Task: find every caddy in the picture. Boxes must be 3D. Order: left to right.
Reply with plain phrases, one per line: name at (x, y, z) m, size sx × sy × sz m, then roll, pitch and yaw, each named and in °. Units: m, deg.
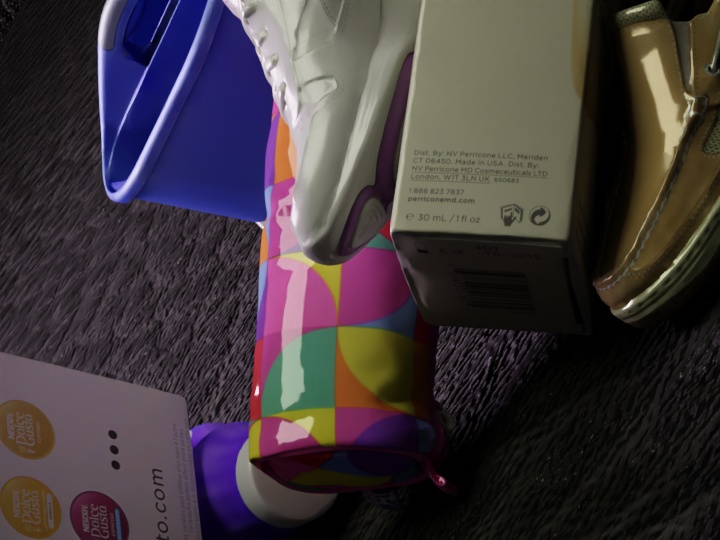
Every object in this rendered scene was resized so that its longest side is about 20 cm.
caddy at (-0.071, -0.115, 1.176) m, size 0.200 × 0.105 × 0.142 m, roll 121°, pitch 157°, yaw -43°

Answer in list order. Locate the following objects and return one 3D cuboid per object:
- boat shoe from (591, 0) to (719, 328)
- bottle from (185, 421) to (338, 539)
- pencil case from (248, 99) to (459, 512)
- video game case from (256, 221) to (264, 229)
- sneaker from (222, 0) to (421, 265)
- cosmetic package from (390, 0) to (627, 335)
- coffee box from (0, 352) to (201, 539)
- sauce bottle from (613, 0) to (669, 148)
boat shoe at (0.124, -0.074, 0.947) m, size 0.072 × 0.076 × 0.200 m, roll -27°, pitch 32°, yaw 56°
bottle at (-0.075, 0.115, 1.172) m, size 0.200 × 0.065 × 0.084 m, roll -30°, pitch 28°, yaw 58°
pencil case at (0.000, 0.000, 1.038) m, size 0.088 × 0.088 × 0.200 m, roll -31°, pitch 53°, yaw 56°
video game case at (-0.011, -0.108, 1.266) m, size 0.182 × 0.200 × 0.023 m, roll -52°, pitch -25°, yaw 12°
sneaker at (-0.017, -0.093, 1.001) m, size 0.075 × 0.099 × 0.200 m, roll 73°, pitch -158°, yaw -62°
cosmetic package at (0.065, -0.085, 0.978) m, size 0.105 × 0.071 × 0.200 m, roll 64°, pitch -148°, yaw -67°
coffee box at (-0.201, 0.167, 1.084) m, size 0.200 × 0.197 × 0.200 m, roll -43°, pitch 44°, yaw 39°
sauce bottle at (0.086, -0.072, 1.086) m, size 0.200 × 0.066 × 0.066 m, roll -48°, pitch 17°, yaw 22°
